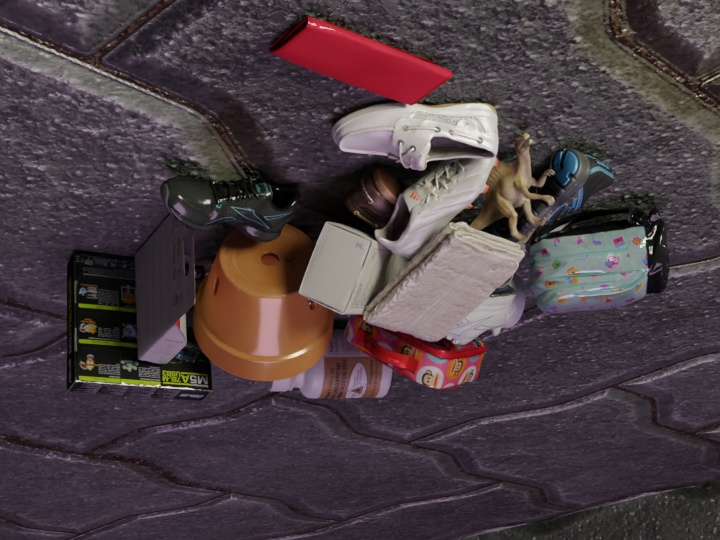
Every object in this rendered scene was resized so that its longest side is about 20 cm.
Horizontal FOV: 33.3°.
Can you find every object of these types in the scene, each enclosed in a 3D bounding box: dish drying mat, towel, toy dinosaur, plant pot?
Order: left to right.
[{"bbox_3d":[-0.129,0.028,1.642,0.198,0.201,0.141,-1,138,-10],"label":"plant pot"},{"bbox_3d":[0.003,-0.226,1.303,0.198,0.018,0.077,12,150,-37],"label":"dish drying mat"},{"bbox_3d":[0.106,0.017,1.548,0.132,0.035,0.200,18,131,-35],"label":"towel"},{"bbox_3d":[0.190,-0.087,1.538,0.058,0.101,0.201,-31,158,-52],"label":"toy dinosaur"}]

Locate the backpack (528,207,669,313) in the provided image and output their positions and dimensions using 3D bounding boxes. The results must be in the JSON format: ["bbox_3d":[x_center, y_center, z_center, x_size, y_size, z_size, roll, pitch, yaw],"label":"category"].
[{"bbox_3d":[0.339,-0.008,1.728,0.198,0.128,0.167,-7,159,10],"label":"backpack"}]

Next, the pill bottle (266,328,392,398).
[{"bbox_3d":[-0.054,0.154,1.999,0.198,0.116,0.115,1,155,-15],"label":"pill bottle"}]

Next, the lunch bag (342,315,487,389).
[{"bbox_3d":[0.074,0.108,1.819,0.199,0.083,0.175,28,-161,32],"label":"lunch bag"}]

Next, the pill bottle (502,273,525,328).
[{"bbox_3d":[0.141,0.033,1.784,0.198,0.113,0.112,9,152,-28],"label":"pill bottle"}]

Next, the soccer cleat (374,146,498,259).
[{"bbox_3d":[0.095,-0.095,1.487,0.077,0.070,0.201,19,120,-33],"label":"soccer cleat"}]

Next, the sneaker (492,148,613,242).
[{"bbox_3d":[0.251,-0.087,1.596,0.081,0.074,0.200,9,152,-30],"label":"sneaker"}]

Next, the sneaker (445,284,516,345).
[{"bbox_3d":[0.129,0.066,1.685,0.198,0.075,0.088,-4,115,-24],"label":"sneaker"}]

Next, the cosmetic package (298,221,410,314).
[{"bbox_3d":[0.000,0.000,1.602,0.073,0.105,0.200,24,-175,19],"label":"cosmetic package"}]

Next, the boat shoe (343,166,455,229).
[{"bbox_3d":[0.058,-0.070,1.588,0.070,0.071,0.199,-36,135,23],"label":"boat shoe"}]

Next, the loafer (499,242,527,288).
[{"bbox_3d":[0.186,-0.008,1.689,0.070,0.070,0.199,-31,173,33],"label":"loafer"}]

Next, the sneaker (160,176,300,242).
[{"bbox_3d":[-0.161,-0.093,1.509,0.199,0.076,0.079,9,141,-47],"label":"sneaker"}]

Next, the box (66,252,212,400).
[{"bbox_3d":[-0.308,0.079,1.679,0.198,0.195,0.047,7,154,-28],"label":"box"}]

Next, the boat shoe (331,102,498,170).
[{"bbox_3d":[0.066,-0.152,1.413,0.197,0.070,0.071,-5,157,-1],"label":"boat shoe"}]

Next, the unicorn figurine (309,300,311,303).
[{"bbox_3d":[-0.112,0.076,1.812,0.136,0.075,0.200,-9,163,27],"label":"unicorn figurine"}]

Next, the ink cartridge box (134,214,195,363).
[{"bbox_3d":[-0.242,0.012,1.588,0.050,0.163,0.200,10,151,-31],"label":"ink cartridge box"}]
